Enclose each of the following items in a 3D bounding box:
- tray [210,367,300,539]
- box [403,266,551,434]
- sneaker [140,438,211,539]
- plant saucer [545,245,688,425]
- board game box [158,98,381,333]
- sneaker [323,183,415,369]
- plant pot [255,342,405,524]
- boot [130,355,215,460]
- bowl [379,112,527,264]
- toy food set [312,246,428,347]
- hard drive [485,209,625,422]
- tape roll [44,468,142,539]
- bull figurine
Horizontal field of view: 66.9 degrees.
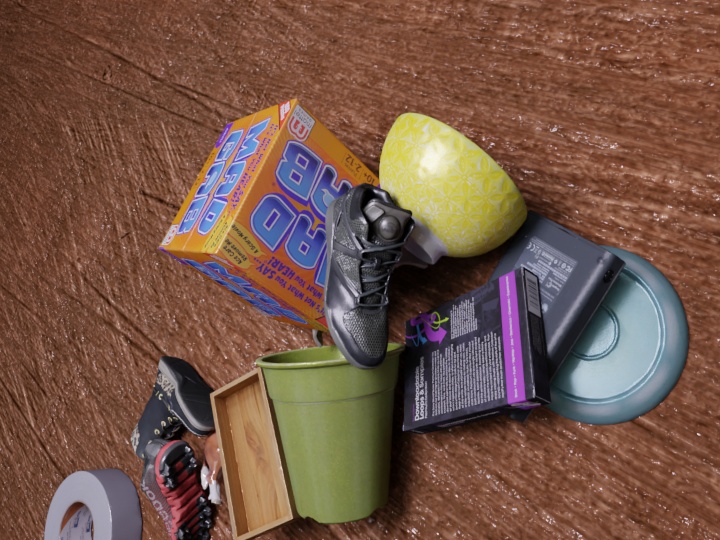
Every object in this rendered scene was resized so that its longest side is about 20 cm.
[{"bbox_3d":[-0.146,0.251,0.756,0.097,0.037,0.205,-28,62,18],"label":"tray"},{"bbox_3d":[0.125,0.101,0.637,0.198,0.035,0.148,-30,47,45],"label":"box"},{"bbox_3d":[-0.290,0.347,0.846,0.095,0.070,0.208,7,114,35],"label":"sneaker"},{"bbox_3d":[0.262,0.069,0.623,0.194,0.027,0.208,-8,74,31],"label":"plant saucer"},{"bbox_3d":[-0.107,-0.063,0.723,0.197,0.198,0.205,5,65,51],"label":"board game box"},{"bbox_3d":[0.009,0.000,0.592,0.114,0.074,0.207,150,121,-61],"label":"sneaker"},{"bbox_3d":[-0.030,0.202,0.696,0.194,0.198,0.198,-6,86,30],"label":"plant pot"},{"bbox_3d":[-0.310,0.255,0.904,0.202,0.072,0.158,33,98,47],"label":"boot"},{"bbox_3d":[0.088,-0.076,0.652,0.198,0.200,0.109,36,84,32],"label":"bowl"},{"bbox_3d":[0.000,0.000,0.772,0.198,0.060,0.146,-39,38,23],"label":"toy food set"},{"bbox_3d":[0.191,0.047,0.629,0.204,0.032,0.140,-61,32,11],"label":"hard drive"},{"bbox_3d":[-0.478,0.464,0.972,0.194,0.066,0.208,-8,74,29],"label":"tape roll"},{"bbox_3d":[-0.161,0.284,0.811,0.194,0.065,0.126,-11,62,32],"label":"bull figurine"}]
